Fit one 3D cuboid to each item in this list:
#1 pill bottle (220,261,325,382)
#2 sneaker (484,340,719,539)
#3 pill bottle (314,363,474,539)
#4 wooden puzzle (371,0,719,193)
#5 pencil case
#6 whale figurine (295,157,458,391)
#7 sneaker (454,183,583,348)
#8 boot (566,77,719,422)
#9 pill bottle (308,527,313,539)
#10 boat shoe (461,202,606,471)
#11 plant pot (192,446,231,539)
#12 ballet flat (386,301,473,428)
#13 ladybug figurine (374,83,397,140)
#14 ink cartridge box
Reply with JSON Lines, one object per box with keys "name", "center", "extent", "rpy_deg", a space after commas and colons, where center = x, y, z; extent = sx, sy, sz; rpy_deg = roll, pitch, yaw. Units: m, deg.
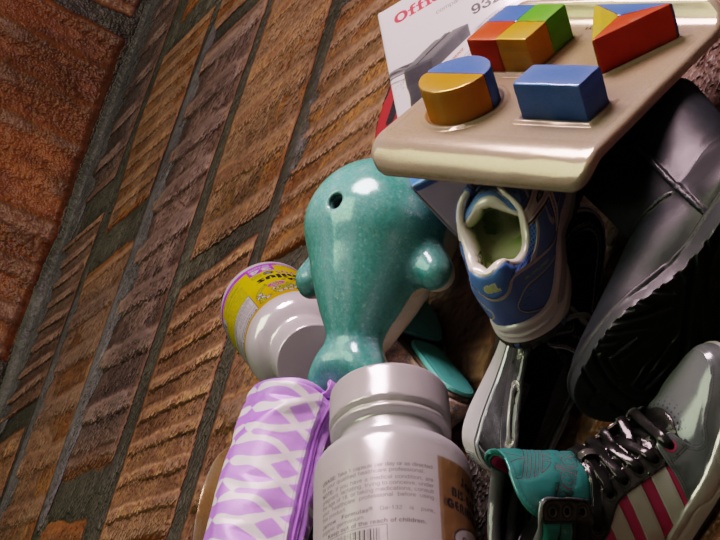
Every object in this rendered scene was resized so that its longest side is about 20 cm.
{"name": "pill bottle", "center": [-0.071, 0.062, 1.404], "extent": [0.105, 0.104, 0.200], "rpy_deg": [-64, 21, 5]}
{"name": "sneaker", "center": [0.136, 0.117, 0.823], "extent": [0.201, 0.120, 0.084], "rpy_deg": [-64, 21, 3]}
{"name": "pill bottle", "center": [0.023, 0.173, 0.999], "extent": [0.114, 0.114, 0.201], "rpy_deg": [-46, 34, 41]}
{"name": "wooden puzzle", "center": [0.123, -0.135, 0.963], "extent": [0.184, 0.046, 0.200], "rpy_deg": [9, 45, 42]}
{"name": "pencil case", "center": [-0.068, 0.178, 1.065], "extent": [0.085, 0.084, 0.201], "rpy_deg": [-25, 41, 39]}
{"name": "whale figurine", "center": [0.000, 0.000, 1.141], "extent": [0.158, 0.104, 0.201], "rpy_deg": [-2, 62, 39]}
{"name": "sneaker", "center": [0.106, -0.050, 0.962], "extent": [0.075, 0.077, 0.201], "rpy_deg": [-18, 51, 24]}
{"name": "boot", "center": [0.183, -0.018, 0.913], "extent": [0.201, 0.076, 0.168], "rpy_deg": [-53, 27, 12]}
{"name": "pill bottle", "center": [-0.050, 0.243, 1.141], "extent": [0.116, 0.115, 0.201], "rpy_deg": [-44, 30, 44]}
{"name": "boat shoe", "center": [0.133, 0.047, 0.976], "extent": [0.068, 0.072, 0.201], "rpy_deg": [4, 67, 61]}
{"name": "plant pot", "center": [-0.101, 0.255, 1.230], "extent": [0.200, 0.027, 0.202], "rpy_deg": [-1, -90, -77]}
{"name": "ballet flat", "center": [0.038, 0.078, 1.180], "extent": [0.068, 0.068, 0.200], "rpy_deg": [-61, 20, 18]}
{"name": "ladybug figurine", "center": [0.063, -0.147, 1.351], "extent": [0.136, 0.072, 0.201], "rpy_deg": [-29, 42, 58]}
{"name": "ink cartridge box", "center": [0.104, -0.150, 1.126], "extent": [0.145, 0.084, 0.201], "rpy_deg": [-27, 49, 22]}
